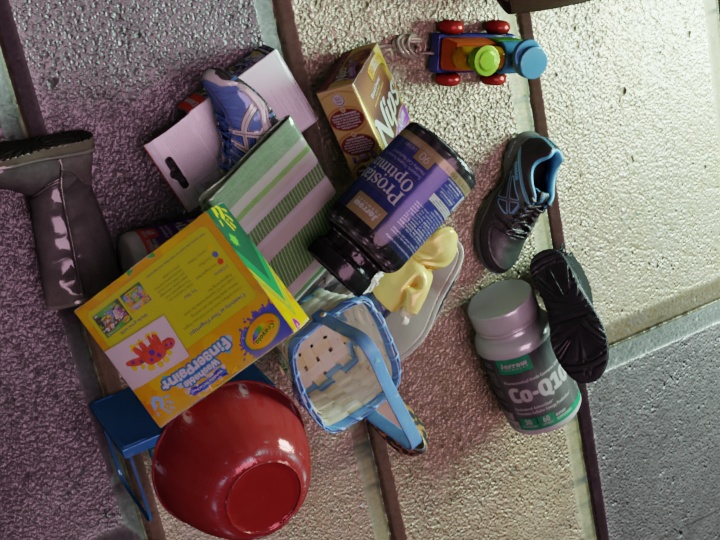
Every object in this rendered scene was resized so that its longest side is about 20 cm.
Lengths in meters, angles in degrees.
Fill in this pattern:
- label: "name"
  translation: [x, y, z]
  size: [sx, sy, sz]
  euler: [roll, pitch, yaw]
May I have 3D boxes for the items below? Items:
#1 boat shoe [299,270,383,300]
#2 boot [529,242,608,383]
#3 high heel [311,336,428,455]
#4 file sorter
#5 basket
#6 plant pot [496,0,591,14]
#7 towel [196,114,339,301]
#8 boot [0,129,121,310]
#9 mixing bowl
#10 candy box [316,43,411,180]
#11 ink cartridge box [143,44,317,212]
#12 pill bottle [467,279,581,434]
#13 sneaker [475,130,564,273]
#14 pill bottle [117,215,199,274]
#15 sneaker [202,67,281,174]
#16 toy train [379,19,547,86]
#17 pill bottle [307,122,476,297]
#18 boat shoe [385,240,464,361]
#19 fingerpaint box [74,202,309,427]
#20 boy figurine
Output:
- label: "boat shoe"
  translation: [0.000, 0.000, 1.740]
  size: [0.200, 0.069, 0.071]
  euler: [-32, 140, 28]
- label: "boot"
  translation: [0.290, 0.057, 1.883]
  size: [0.073, 0.162, 0.199]
  euler: [-23, 80, 12]
- label: "high heel"
  translation: [0.012, 0.161, 1.809]
  size: [0.071, 0.143, 0.200]
  euler: [-45, 120, -8]
- label: "file sorter"
  translation: [-0.209, 0.204, 1.716]
  size: [0.200, 0.139, 0.123]
  euler: [-22, 117, -19]
- label: "basket"
  translation: [-0.013, 0.120, 1.667]
  size: [0.139, 0.200, 0.177]
  euler: [-38, 123, -22]
- label: "plant pot"
  translation: [0.258, -0.412, 1.756]
  size: [0.200, 0.187, 0.187]
  euler: [-27, 117, -1]
- label: "towel"
  translation: [-0.093, -0.062, 1.633]
  size: [0.153, 0.023, 0.200]
  euler: [-46, 130, -17]
- label: "boot"
  translation: [-0.373, -0.051, 1.603]
  size: [0.181, 0.073, 0.200]
  euler: [-11, 116, -22]
- label: "mixing bowl"
  translation: [-0.135, 0.242, 1.628]
  size: [0.200, 0.108, 0.201]
  euler: [-11, 116, -24]
- label: "candy box"
  translation: [0.021, -0.168, 1.729]
  size: [0.200, 0.056, 0.117]
  euler: [63, 30, -26]
- label: "ink cartridge box"
  translation: [-0.162, -0.173, 1.675]
  size: [0.200, 0.050, 0.109]
  euler: [-37, 119, -11]
- label: "pill bottle"
  translation: [0.226, 0.120, 1.922]
  size: [0.113, 0.113, 0.200]
  euler: [-33, 117, -14]
- label: "sneaker"
  translation: [0.215, -0.088, 1.872]
  size: [0.073, 0.082, 0.200]
  euler: [9, 102, -30]
- label: "pill bottle"
  translation: [-0.184, -0.013, 1.676]
  size: [0.200, 0.111, 0.112]
  euler: [-15, 111, -22]
- label: "sneaker"
  translation: [-0.133, -0.148, 1.623]
  size: [0.077, 0.076, 0.200]
  euler: [-40, 119, -16]
- label: "toy train"
  translation: [0.130, -0.272, 1.753]
  size: [0.200, 0.116, 0.085]
  euler: [-5, 107, -26]
- label: "pill bottle"
  translation: [0.034, -0.069, 1.638]
  size: [0.200, 0.112, 0.112]
  euler: [-48, 120, -3]
- label: "boat shoe"
  translation: [0.075, 0.042, 1.853]
  size: [0.074, 0.060, 0.200]
  euler: [29, 91, 9]
- label: "fingerpaint box"
  translation: [-0.188, 0.050, 1.549]
  size: [0.200, 0.073, 0.167]
  euler: [-36, 92, 16]
- label: "boy figurine"
  translation: [0.041, 0.008, 1.798]
  size: [0.200, 0.124, 0.064]
  euler: [-43, 156, 3]
